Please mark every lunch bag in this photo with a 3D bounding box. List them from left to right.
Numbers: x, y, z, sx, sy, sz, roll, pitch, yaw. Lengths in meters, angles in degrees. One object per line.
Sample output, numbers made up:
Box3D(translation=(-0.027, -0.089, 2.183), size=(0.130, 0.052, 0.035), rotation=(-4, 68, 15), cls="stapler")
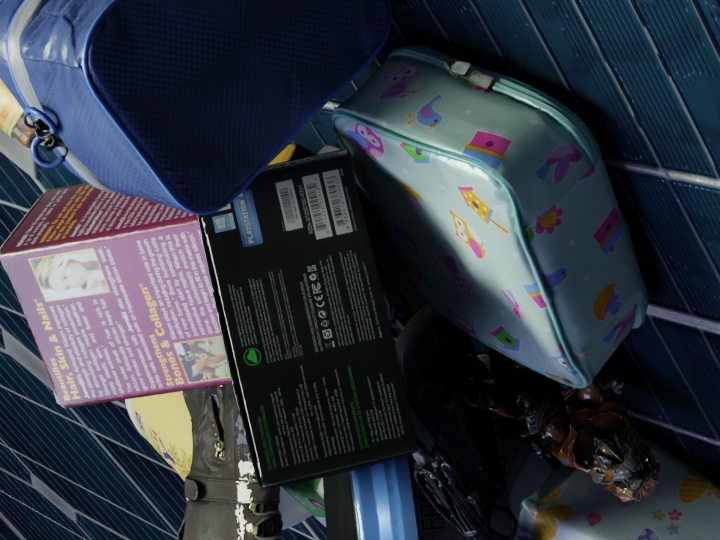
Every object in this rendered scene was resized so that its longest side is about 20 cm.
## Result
Box3D(translation=(-0.103, -0.127, 1.028), size=(0.132, 0.200, 0.136), rotation=(19, 148, 51), cls="lunch bag")
Box3D(translation=(0.072, -0.035, 1.075), size=(0.160, 0.077, 0.200), rotation=(29, 156, 42), cls="lunch bag")
Box3D(translation=(0.200, 0.217, 1.294), size=(0.170, 0.127, 0.200), rotation=(31, 147, 25), cls="lunch bag")

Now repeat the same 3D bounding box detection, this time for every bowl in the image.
Box3D(translation=(0.005, 0.180, 1.289), size=(0.201, 0.039, 0.201), rotation=(175, 90, -82), cls="bowl")

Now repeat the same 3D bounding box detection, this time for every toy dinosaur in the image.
Box3D(translation=(0.108, 0.070, 1.211), size=(0.200, 0.102, 0.136), rotation=(21, 165, 38), cls="toy dinosaur")

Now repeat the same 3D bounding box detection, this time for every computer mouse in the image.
Box3D(translation=(0.052, 0.102, 1.244), size=(0.200, 0.053, 0.139), rotation=(-97, -20, -47), cls="computer mouse")

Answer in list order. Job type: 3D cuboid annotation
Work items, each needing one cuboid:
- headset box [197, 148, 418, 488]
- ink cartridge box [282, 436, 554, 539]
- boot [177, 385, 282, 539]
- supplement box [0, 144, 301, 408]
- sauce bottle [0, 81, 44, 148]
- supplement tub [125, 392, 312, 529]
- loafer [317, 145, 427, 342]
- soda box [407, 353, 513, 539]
Box3D(translation=(-0.033, 0.036, 1.125), size=(0.200, 0.093, 0.174), rotation=(105, 152, -84), cls="headset box")
Box3D(translation=(0.057, 0.177, 1.453), size=(0.200, 0.084, 0.145), rotation=(12, 156, 36), cls="ink cartridge box")
Box3D(translation=(-0.069, 0.135, 1.403), size=(0.069, 0.174, 0.200), rotation=(2, 172, -41), cls="boot")
Box3D(translation=(-0.127, 0.005, 1.314), size=(0.200, 0.103, 0.131), rotation=(-8, 118, 18), cls="supplement box")
Box3D(translation=(-0.319, -0.182, 1.512), size=(0.200, 0.066, 0.066), rotation=(40, 160, 5), cls="sauce bottle")
Box3D(translation=(-0.109, 0.110, 1.580), size=(0.200, 0.145, 0.145), rotation=(39, 164, 47), cls="supplement tub")
Box3D(translation=(0.000, 0.000, 1.299), size=(0.072, 0.063, 0.200), rotation=(25, 154, 39), cls="loafer")
Box3D(translation=(0.068, 0.156, 1.304), size=(0.068, 0.200, 0.064), rotation=(-4, 141, 1), cls="soda box")
